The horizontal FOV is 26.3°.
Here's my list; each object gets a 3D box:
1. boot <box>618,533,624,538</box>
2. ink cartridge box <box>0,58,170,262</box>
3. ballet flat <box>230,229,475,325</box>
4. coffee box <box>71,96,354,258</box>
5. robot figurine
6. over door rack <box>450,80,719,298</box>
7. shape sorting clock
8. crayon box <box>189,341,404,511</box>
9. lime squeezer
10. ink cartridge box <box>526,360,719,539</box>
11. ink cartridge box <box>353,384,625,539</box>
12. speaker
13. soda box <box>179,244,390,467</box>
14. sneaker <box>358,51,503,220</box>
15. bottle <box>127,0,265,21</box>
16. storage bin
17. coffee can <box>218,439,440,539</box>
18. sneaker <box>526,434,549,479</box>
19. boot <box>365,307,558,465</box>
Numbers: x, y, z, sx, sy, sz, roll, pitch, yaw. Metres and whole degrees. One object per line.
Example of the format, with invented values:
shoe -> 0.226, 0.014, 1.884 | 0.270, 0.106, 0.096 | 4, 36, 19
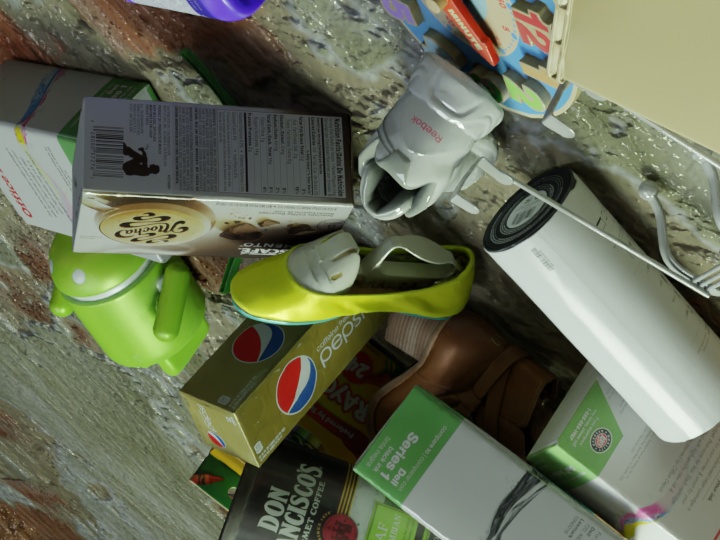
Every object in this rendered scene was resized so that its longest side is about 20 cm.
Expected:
boot -> 0.272, 0.236, 1.306 | 0.199, 0.066, 0.175 | 1, 137, 53
ink cartridge box -> -0.248, -0.101, 1.381 | 0.199, 0.084, 0.145 | 15, 145, 39
ballet flat -> 0.000, 0.000, 1.168 | 0.199, 0.067, 0.067 | 2, 138, -26
coffee box -> -0.113, -0.066, 1.157 | 0.199, 0.080, 0.113 | 2, 158, -15
robot figurine -> -0.228, 0.014, 1.517 | 0.175, 0.116, 0.200 | 13, 146, 39
over door rack -> 0.175, -0.057, 0.916 | 0.199, 0.067, 0.148 | 19, 157, -12
shape sorting clock -> 0.054, -0.168, 0.906 | 0.200, 0.039, 0.200 | 40, 161, 16
crayon box -> -0.047, 0.149, 1.414 | 0.127, 0.200, 0.051 | 37, 157, -2
lime squeezer -> -0.099, -0.087, 1.247 | 0.038, 0.070, 0.201 | -143, 42, -66
ink cartridge box -> 0.239, 0.152, 1.149 | 0.200, 0.117, 0.067 | 38, 157, -2
ink cartridge box -> 0.105, 0.183, 1.174 | 0.200, 0.084, 0.146 | 37, 177, 14
speaker -> 0.177, 0.026, 1.061 | 0.200, 0.081, 0.081 | 45, 154, -19
soda box -> -0.056, 0.062, 1.275 | 0.064, 0.200, 0.068 | 16, 141, 36
sneaker -> 0.035, -0.075, 1.009 | 0.078, 0.099, 0.200 | 40, 177, 9
bottle -> -0.150, -0.225, 1.068 | 0.199, 0.065, 0.084 | 17, 148, 37
storage bin -> 0.202, -0.140, 0.731 | 0.199, 0.094, 0.199 | 29, 154, 17
coffee can -> -0.017, 0.234, 1.295 | 0.199, 0.147, 0.147 | 20, 155, -2
sneaker -> 0.136, 0.201, 1.328 | 0.083, 0.122, 0.200 | 19, 163, -26
boot -> 0.086, 0.123, 1.301 | 0.154, 0.074, 0.201 | 31, 139, 26
